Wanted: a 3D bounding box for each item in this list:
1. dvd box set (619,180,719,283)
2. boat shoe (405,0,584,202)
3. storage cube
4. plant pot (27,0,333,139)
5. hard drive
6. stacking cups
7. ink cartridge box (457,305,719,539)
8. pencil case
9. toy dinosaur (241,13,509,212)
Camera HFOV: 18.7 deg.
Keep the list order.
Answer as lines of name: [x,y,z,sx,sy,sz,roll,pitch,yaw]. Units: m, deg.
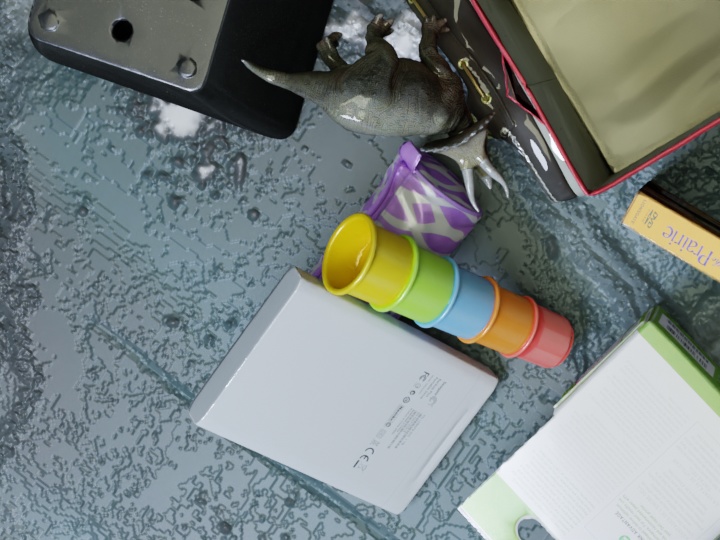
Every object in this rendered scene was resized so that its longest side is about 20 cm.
dvd box set: [0.275,0.002,1.515,0.199,0.146,0.030,31,100,7]
boat shoe: [0.100,-0.133,1.577,0.060,0.072,0.202,-30,83,18]
storage cube: [0.194,-0.172,1.494,0.199,0.180,0.172,-31,90,14]
plant pot: [-0.133,-0.214,1.559,0.199,0.177,0.201,20,100,10]
hard drive: [-0.010,0.090,1.582,0.199,0.027,0.132,28,105,-36]
stacking cups: [0.067,0.017,1.558,0.199,0.061,0.061,21,104,-34]
ink cartridge box: [0.191,0.149,1.586,0.148,0.076,0.200,46,104,3]
pencil case: [0.000,0.000,1.602,0.085,0.084,0.200,32,104,-36]
toy dinosaur: [0.020,-0.125,1.512,0.199,0.103,0.077,17,130,-22]
